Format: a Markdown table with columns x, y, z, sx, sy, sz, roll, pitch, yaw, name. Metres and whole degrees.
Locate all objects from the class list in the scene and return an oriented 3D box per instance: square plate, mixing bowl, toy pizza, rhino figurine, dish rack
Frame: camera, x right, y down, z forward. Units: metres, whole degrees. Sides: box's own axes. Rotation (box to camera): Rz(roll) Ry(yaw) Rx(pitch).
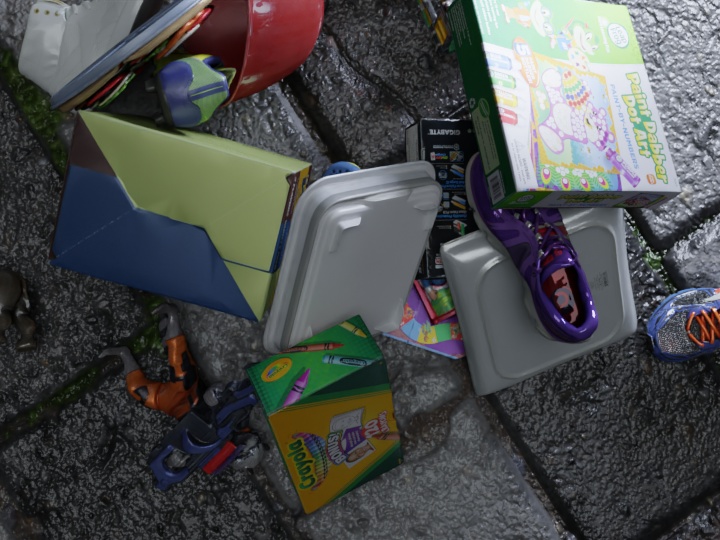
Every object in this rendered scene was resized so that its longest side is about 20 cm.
| x | y | z | sx | sy | sz | roll | pitch | yaw | name |
| --- | --- | --- | --- | --- | --- | --- | --- | --- | --- |
| 0.193 | 0.027 | 0.901 | 0.194 | 0.029 | 0.203 | -21 | 123 | -3 | square plate |
| -0.103 | -0.270 | 0.882 | 0.106 | 0.199 | 0.205 | -9 | 89 | -27 | mixing bowl |
| -0.196 | -0.201 | 0.795 | 0.199 | 0.200 | 0.032 | -38 | 112 | -3 | toy pizza |
| -0.435 | 0.047 | 0.906 | 0.195 | 0.060 | 0.089 | -7 | 70 | -2 | rhino figurine |
| 0.000 | 0.000 | 0.827 | 0.169 | 0.044 | 0.203 | -14 | 133 | -37 | dish rack |

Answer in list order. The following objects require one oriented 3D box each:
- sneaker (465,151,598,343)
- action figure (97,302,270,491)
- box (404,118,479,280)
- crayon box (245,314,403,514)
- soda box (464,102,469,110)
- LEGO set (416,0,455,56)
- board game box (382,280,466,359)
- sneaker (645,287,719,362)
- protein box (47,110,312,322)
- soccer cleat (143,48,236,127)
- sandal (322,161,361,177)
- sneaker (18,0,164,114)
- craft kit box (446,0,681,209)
| x | y | z | sx | sy | sz | roll | pitch | yaw | name |
| --- | --- | --- | --- | --- | --- | --- | --- | --- | --- |
| 0.168 | -0.028 | 0.807 | 0.080 | 0.083 | 0.203 | -30 | 90 | -3 | sneaker |
| -0.155 | 0.120 | 0.900 | 0.199 | 0.105 | 0.195 | -35 | 95 | 21 | action figure |
| 0.147 | -0.074 | 0.920 | 0.195 | 0.046 | 0.163 | -2 | 88 | -18 | box |
| -0.029 | 0.145 | 0.853 | 0.117 | 0.202 | 0.059 | -25 | 51 | -11 | crayon box |
| 0.208 | -0.146 | 0.888 | 0.198 | 0.064 | 0.069 | 31 | 77 | -12 | soda box |
| 0.132 | -0.321 | 0.914 | 0.196 | 0.116 | 0.157 | -15 | 89 | -3 | LEGO set |
| 0.074 | 0.002 | 0.941 | 0.196 | 0.039 | 0.161 | 18 | 88 | -1 | board game box |
| 0.399 | 0.047 | 0.936 | 0.196 | 0.078 | 0.077 | -18 | 89 | -3 | sneaker |
| -0.160 | -0.059 | 0.843 | 0.194 | 0.200 | 0.138 | 15 | 99 | -1 | protein box |
| -0.158 | -0.178 | 0.839 | 0.082 | 0.201 | 0.066 | -15 | 111 | -5 | soccer cleat |
| -0.035 | -0.015 | 0.907 | 0.078 | 0.087 | 0.205 | 9 | 85 | 26 | sandal |
| -0.279 | -0.269 | 0.909 | 0.114 | 0.074 | 0.202 | 32 | 97 | -2 | sneaker |
| 0.188 | -0.156 | 0.811 | 0.194 | 0.048 | 0.205 | -2 | 72 | -30 | craft kit box |
